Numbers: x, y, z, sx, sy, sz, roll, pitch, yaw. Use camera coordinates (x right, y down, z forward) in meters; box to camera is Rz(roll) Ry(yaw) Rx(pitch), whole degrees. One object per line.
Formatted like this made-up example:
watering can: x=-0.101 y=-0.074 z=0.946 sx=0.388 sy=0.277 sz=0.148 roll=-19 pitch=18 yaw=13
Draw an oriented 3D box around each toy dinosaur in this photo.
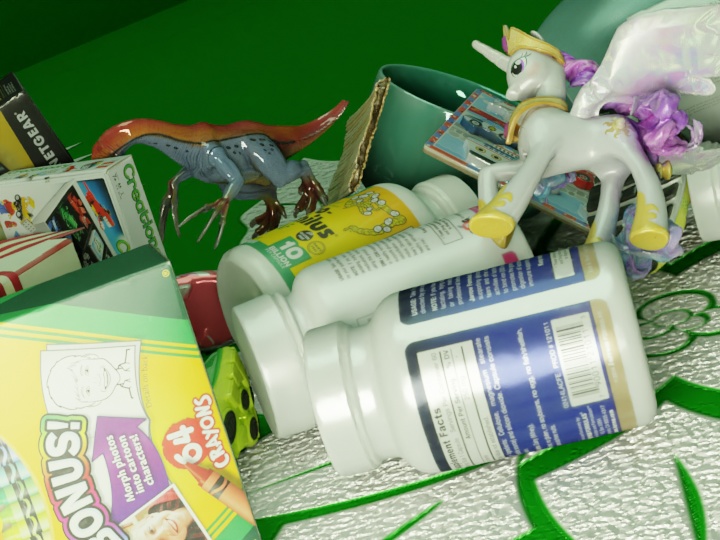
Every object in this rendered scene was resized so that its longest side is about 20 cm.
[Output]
toy dinosaur: x=-0.119 y=-0.088 z=1.258 sx=0.105 sy=0.181 sz=0.201 roll=-15 pitch=49 yaw=40

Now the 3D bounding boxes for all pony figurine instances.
pony figurine: x=0.164 y=-0.088 z=1.074 sx=0.192 sy=0.167 sz=0.201 roll=5 pitch=52 yaw=5

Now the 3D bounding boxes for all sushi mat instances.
sushi mat: x=-0.006 y=-0.100 z=1.347 sx=0.012 sy=0.096 sz=0.200 roll=16 pitch=-5 yaw=-6

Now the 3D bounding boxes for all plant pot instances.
plant pot: x=0.242 y=-0.175 z=1.442 sx=0.161 sy=0.201 sz=0.201 roll=-32 pitch=19 yaw=-6

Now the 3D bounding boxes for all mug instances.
mug: x=0.075 y=-0.097 z=1.432 sx=0.151 sy=0.115 sz=0.185 roll=11 pitch=21 yaw=-22

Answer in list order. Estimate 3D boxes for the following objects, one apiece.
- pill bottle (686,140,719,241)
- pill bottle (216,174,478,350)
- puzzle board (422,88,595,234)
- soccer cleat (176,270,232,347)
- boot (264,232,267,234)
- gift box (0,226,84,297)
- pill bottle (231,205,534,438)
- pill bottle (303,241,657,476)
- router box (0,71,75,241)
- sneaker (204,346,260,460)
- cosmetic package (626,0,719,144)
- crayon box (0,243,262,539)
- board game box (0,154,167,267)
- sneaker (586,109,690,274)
pill bottle: x=0.341 y=-0.073 z=1.171 sx=0.199 sy=0.105 sz=0.104 roll=-11 pitch=18 yaw=19
pill bottle: x=0.000 y=0.000 z=1.242 sx=0.199 sy=0.113 sz=0.113 roll=-25 pitch=19 yaw=-25
puzzle board: x=0.162 y=-0.083 z=1.314 sx=0.199 sy=0.017 sz=0.151 roll=27 pitch=29 yaw=9
soccer cleat: x=-0.175 y=0.039 z=1.364 sx=0.199 sy=0.067 sz=0.077 roll=-19 pitch=18 yaw=4
boot: x=-0.005 y=-0.006 z=1.339 sx=0.138 sy=0.078 sz=0.200 roll=-3 pitch=23 yaw=24
gift box: x=-0.276 y=0.071 z=1.153 sx=0.199 sy=0.187 sz=0.185 roll=-8 pitch=20 yaw=27
pill bottle: x=0.020 y=0.037 z=1.111 sx=0.199 sy=0.114 sz=0.113 roll=-19 pitch=18 yaw=-10
pill bottle: x=0.072 y=0.059 z=0.992 sx=0.199 sy=0.116 sz=0.116 roll=-13 pitch=18 yaw=8
router box: x=-0.283 y=-0.031 z=1.285 sx=0.157 sy=0.200 sz=0.052 roll=-35 pitch=32 yaw=-5
sneaker: x=-0.118 y=0.109 z=1.081 sx=0.083 sy=0.074 sz=0.200 roll=-9 pitch=19 yaw=11
cosmetic package: x=0.295 y=-0.141 z=1.241 sx=0.113 sy=0.200 sz=0.081 roll=-24 pitch=59 yaw=18
crayon box: x=-0.162 y=0.110 z=0.908 sx=0.172 sy=0.201 sz=0.058 roll=-21 pitch=18 yaw=-15
board game box: x=-0.196 y=0.016 z=1.223 sx=0.126 sy=0.201 sz=0.035 roll=-3 pitch=23 yaw=34
sneaker: x=0.228 y=-0.064 z=1.241 sx=0.078 sy=0.090 sz=0.201 roll=-18 pitch=39 yaw=29
